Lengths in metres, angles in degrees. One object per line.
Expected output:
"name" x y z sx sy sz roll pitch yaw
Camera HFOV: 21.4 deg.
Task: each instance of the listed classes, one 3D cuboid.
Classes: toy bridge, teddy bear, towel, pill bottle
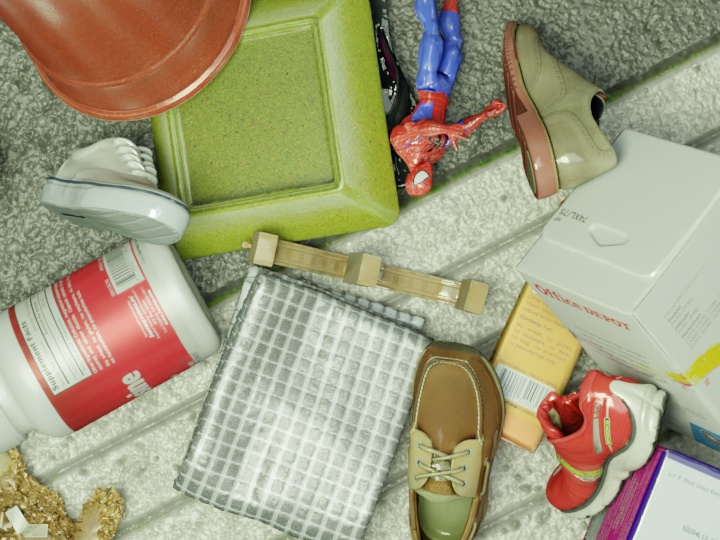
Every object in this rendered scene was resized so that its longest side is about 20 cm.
"toy bridge" 0.000 0.000 1.535 0.198 0.067 0.027 13 89 -12
"teddy bear" -0.254 0.229 1.537 0.199 0.067 0.146 23 79 6
"towel" -0.044 0.109 1.526 0.164 0.086 0.202 20 88 -1
"pill bottle" -0.219 0.061 1.511 0.199 0.112 0.113 -29 89 -1

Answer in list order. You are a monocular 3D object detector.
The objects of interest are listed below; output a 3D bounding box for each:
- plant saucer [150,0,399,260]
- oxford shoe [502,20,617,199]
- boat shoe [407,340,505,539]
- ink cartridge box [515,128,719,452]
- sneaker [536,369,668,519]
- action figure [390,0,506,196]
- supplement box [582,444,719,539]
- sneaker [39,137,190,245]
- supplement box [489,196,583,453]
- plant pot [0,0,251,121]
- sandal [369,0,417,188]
"plant saucer" -0.081 -0.121 1.524 0.198 0.048 0.202 -9 89 14
"oxford shoe" 0.155 -0.130 1.499 0.074 0.071 0.201 -11 44 2
"boat shoe" 0.071 0.150 1.484 0.075 0.074 0.201 6 126 12
"ink cartridge box" 0.251 0.020 1.453 0.146 0.146 0.200 -50 124 -10
"sneaker" 0.174 0.126 1.480 0.084 0.200 0.077 24 59 0
"action figure" 0.079 -0.155 1.516 0.098 0.065 0.202 4 79 42
"supplement box" 0.246 0.195 1.472 0.100 0.200 0.104 23 90 0
"sneaker" -0.188 -0.069 1.482 0.073 0.199 0.071 30 81 -35
"supplement box" 0.152 0.043 1.541 0.068 0.067 0.201 26 88 2
"plant pot" -0.209 -0.241 1.446 0.199 0.195 0.203 -5 74 17
"sandal" 0.002 -0.163 1.551 0.075 0.048 0.202 -15 89 -1
